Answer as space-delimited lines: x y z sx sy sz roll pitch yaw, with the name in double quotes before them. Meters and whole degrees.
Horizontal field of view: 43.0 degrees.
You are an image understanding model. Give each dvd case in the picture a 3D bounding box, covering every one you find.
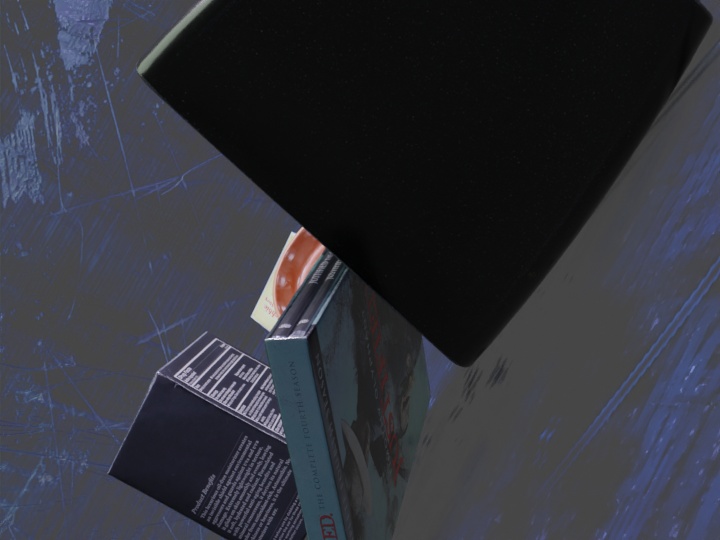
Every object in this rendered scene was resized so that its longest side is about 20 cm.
"dvd case" 0.004 0.053 0.458 0.200 0.022 0.147 -58 -38 -64

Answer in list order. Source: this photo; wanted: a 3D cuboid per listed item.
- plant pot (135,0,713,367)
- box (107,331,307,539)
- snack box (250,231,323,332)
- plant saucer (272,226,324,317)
"plant pot" 0.050 -0.113 0.447 0.177 0.199 0.200 -45 7 26
"box" -0.123 0.176 0.946 0.124 0.198 0.200 -61 0 8
"snack box" -0.036 0.047 1.033 0.037 0.200 0.117 21 -81 -46
"plant saucer" 0.000 0.000 0.972 0.201 0.200 0.032 -61 -41 -21
